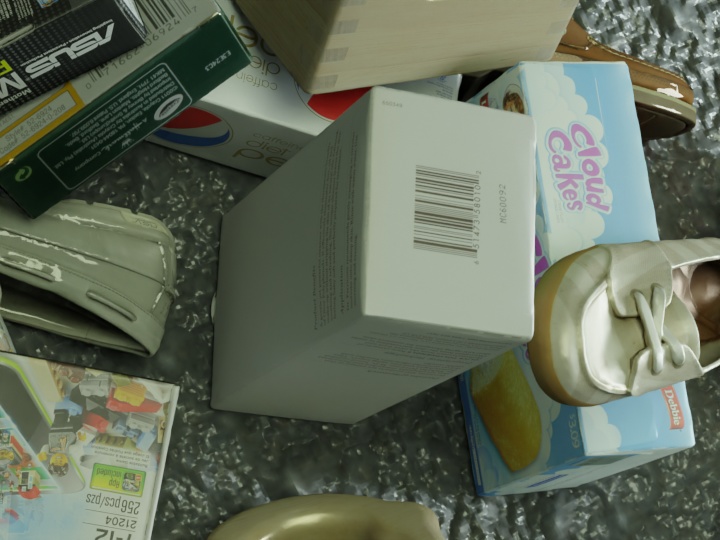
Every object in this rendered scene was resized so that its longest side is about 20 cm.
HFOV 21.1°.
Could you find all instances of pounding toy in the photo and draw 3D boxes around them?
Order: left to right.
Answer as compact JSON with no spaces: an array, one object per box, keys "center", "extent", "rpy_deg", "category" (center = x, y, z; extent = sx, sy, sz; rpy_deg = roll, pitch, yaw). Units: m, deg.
[{"center":[0.029,-0.210,0.968],"extent":[0.199,0.142,0.184],"rpy_deg":[-12,51,-34],"category":"pounding toy"}]

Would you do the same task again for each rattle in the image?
[{"center":[-0.052,0.183,0.921],"extent":[0.199,0.143,0.130],"rpy_deg":[-9,45,-10],"category":"rattle"}]

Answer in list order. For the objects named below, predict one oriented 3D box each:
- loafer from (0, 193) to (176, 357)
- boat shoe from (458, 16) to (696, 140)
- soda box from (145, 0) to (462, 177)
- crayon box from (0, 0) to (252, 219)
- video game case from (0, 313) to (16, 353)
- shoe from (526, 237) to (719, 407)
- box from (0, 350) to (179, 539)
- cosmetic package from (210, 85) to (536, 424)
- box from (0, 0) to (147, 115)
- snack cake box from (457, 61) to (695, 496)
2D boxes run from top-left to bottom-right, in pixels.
[{"center":[-0.181,-0.002,0.898],"extent":[0.199,0.070,0.070],"rpy_deg":[8,68,-19],"category":"loafer"},{"center":[0.095,-0.121,1.053],"extent":[0.199,0.072,0.068],"rpy_deg":[11,71,-20],"category":"boat shoe"},{"center":[-0.053,-0.091,0.981],"extent":[0.199,0.068,0.064],"rpy_deg":[17,67,-18],"category":"soda box"},{"center":[-0.155,-0.138,0.906],"extent":[0.126,0.052,0.200],"rpy_deg":[-35,62,0],"category":"crayon box"},{"center":[-0.236,0.089,0.836],"extent":[0.199,0.023,0.183],"rpy_deg":[-22,90,-11],"category":"video game case"},{"center":[0.142,0.015,0.892],"extent":[0.200,0.053,0.070],"rpy_deg":[-16,91,-53],"category":"shoe"},{"center":[-0.184,0.083,0.816],"extent":[0.199,0.035,0.111],"rpy_deg":[11,84,-10],"category":"box"},{"center":[0.000,0.000,0.902],"extent":[0.085,0.200,0.108],"rpy_deg":[8,73,-20],"category":"cosmetic package"},{"center":[-0.201,-0.153,0.873],"extent":[0.160,0.044,0.200],"rpy_deg":[-27,61,5],"category":"box"},{"center":[0.097,0.006,0.991],"extent":[0.067,0.115,0.201],"rpy_deg":[-2,75,-25],"category":"snack cake box"}]
